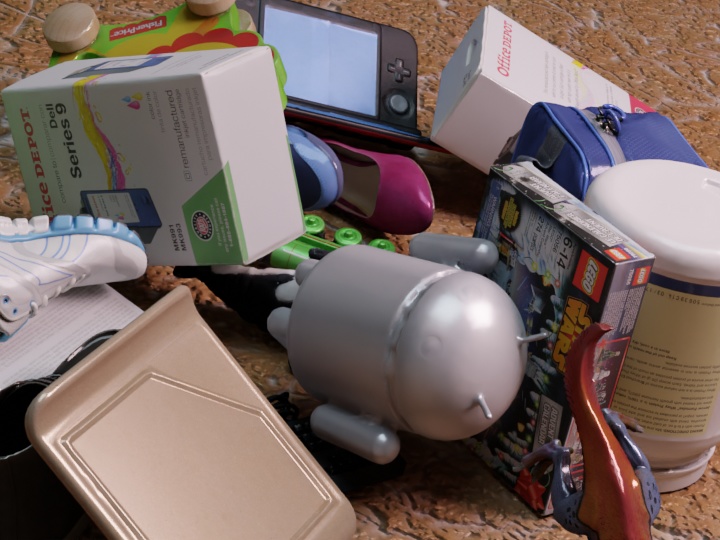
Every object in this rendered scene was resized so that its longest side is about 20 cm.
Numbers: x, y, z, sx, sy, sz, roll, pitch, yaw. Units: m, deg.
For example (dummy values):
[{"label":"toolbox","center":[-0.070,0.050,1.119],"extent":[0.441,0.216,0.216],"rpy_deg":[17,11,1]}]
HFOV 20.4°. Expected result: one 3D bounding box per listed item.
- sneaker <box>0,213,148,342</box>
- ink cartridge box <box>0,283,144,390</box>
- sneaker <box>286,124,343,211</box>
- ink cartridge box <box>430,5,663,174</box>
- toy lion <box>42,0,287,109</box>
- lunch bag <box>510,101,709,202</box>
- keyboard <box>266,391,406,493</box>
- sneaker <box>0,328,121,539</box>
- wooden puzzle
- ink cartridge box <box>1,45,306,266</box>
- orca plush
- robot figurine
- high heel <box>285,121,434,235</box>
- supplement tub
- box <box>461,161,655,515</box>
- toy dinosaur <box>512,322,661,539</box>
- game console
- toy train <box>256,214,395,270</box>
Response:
[{"label":"sneaker","center":[-0.232,0.009,1.366],"extent":[0.199,0.075,0.087],"rpy_deg":[2,66,-37]},{"label":"ink cartridge box","center":[-0.203,0.072,1.392],"extent":[0.200,0.047,0.160],"rpy_deg":[37,34,10]},{"label":"sneaker","center":[-0.110,-0.084,1.652],"extent":[0.199,0.074,0.082],"rpy_deg":[14,30,20]},{"label":"ink cartridge box","center":[0.167,-0.123,1.733],"extent":[0.199,0.086,0.148],"rpy_deg":[29,28,-10]},{"label":"toy lion","center":[-0.159,-0.153,1.637],"extent":[0.199,0.069,0.192],"rpy_deg":[-13,47,8]},{"label":"lunch bag","center":[0.171,-0.034,1.522],"extent":[0.132,0.201,0.136],"rpy_deg":[2,31,-20]},{"label":"keyboard","center":[-0.068,0.116,1.336],"extent":[0.199,0.040,0.104],"rpy_deg":[-11,37,-39]},{"label":"sneaker","center":[-0.176,0.085,1.249],"extent":[0.074,0.107,0.200],"rpy_deg":[14,43,10]},{"label":"wooden puzzle","center":[-0.101,0.127,1.218],"extent":[0.200,0.037,0.185],"rpy_deg":[55,35,-5]},{"label":"ink cartridge box","center":[-0.154,-0.082,1.486],"extent":[0.199,0.146,0.087],"rpy_deg":[1,20,36]},{"label":"orca plush","center":[-0.045,0.034,1.467],"extent":[0.199,0.105,0.071],"rpy_deg":[17,61,5]},{"label":"robot figurine","center":[0.031,0.047,1.347],"extent":[0.199,0.170,0.113],"rpy_deg":[16,-17,42]},{"label":"high heel","center":[-0.021,-0.079,1.662],"extent":[0.096,0.068,0.200],"rpy_deg":[2,24,-35]},{"label":"supplement tub","center":[0.209,0.039,1.408],"extent":[0.144,0.201,0.145],"rpy_deg":[8,29,-5]},{"label":"box","center":[0.119,0.046,1.366],"extent":[0.040,0.201,0.137],"rpy_deg":[-9,35,-36]},{"label":"toy dinosaur","center":[0.145,0.171,1.218],"extent":[0.104,0.201,0.182],"rpy_deg":[-18,39,4]},{"label":"game console","center":[-0.020,-0.175,1.745],"extent":[0.199,0.119,0.173],"rpy_deg":[12,64,-22]},{"label":"toy train","center":[0.000,0.000,1.573],"extent":[0.199,0.042,0.056],"rpy_deg":[19,41,13]}]
